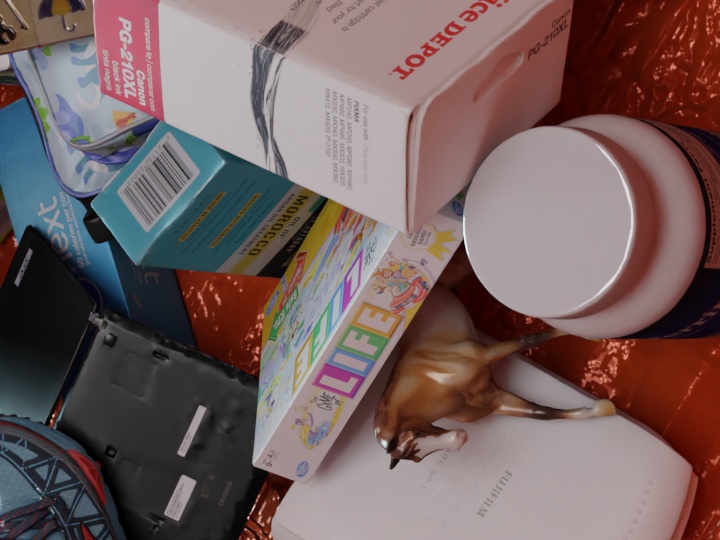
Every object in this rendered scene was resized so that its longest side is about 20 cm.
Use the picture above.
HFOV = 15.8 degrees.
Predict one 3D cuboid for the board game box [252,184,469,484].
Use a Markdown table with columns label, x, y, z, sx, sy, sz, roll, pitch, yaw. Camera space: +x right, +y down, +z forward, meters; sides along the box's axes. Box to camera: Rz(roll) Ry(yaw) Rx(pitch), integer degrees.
| label | x | y | z | sx | sy | sz | roll | pitch | yaw |
| --- | --- | --- | --- | --- | --- | --- | --- | --- | --- |
| board game box | 0.000 | 0.000 | 1.400 | 0.135 | 0.034 | 0.200 | -89 | 25 | -51 |

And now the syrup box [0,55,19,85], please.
| label | x | y | z | sx | sy | sz | roll | pitch | yaw |
| --- | --- | --- | --- | --- | --- | --- | --- | --- | --- |
| syrup box | -0.225 | -0.219 | 1.633 | 0.081 | 0.079 | 0.201 | 0 | 89 | 30 |

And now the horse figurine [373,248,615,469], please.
| label | x | y | z | sx | sy | sz | roll | pitch | yaw |
| --- | --- | --- | --- | --- | --- | --- | --- | --- | --- |
| horse figurine | 0.058 | 0.024 | 1.420 | 0.132 | 0.050 | 0.200 | -10 | 52 | -6 |

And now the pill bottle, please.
| label | x | y | z | sx | sy | sz | roll | pitch | yaw |
| --- | --- | --- | --- | --- | --- | --- | --- | --- | --- |
| pill bottle | 0.140 | -0.022 | 1.344 | 0.115 | 0.200 | 0.116 | -1 | 88 | 31 |

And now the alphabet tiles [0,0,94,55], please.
| label | x | y | z | sx | sy | sz | roll | pitch | yaw |
| --- | --- | --- | --- | --- | --- | --- | --- | --- | --- |
| alphabet tiles | -0.122 | -0.183 | 1.429 | 0.199 | 0.008 | 0.168 | -12 | 78 | -4 |

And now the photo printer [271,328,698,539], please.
| label | x | y | z | sx | sy | sz | roll | pitch | yaw |
| --- | --- | --- | --- | --- | --- | --- | --- | --- | --- |
| photo printer | 0.073 | 0.131 | 1.426 | 0.200 | 0.069 | 0.167 | 30 | 77 | 27 |

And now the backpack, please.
| label | x | y | z | sx | sy | sz | roll | pitch | yaw |
| --- | --- | --- | --- | --- | --- | --- | --- | --- | --- |
| backpack | -0.103 | -0.142 | 1.500 | 0.200 | 0.147 | 0.183 | -21 | 79 | 1 |

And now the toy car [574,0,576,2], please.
| label | x | y | z | sx | sy | sz | roll | pitch | yaw |
| --- | --- | --- | --- | --- | --- | --- | --- | --- | --- |
| toy car | 0.078 | -0.237 | 1.430 | 0.150 | 0.175 | 0.201 | 179 | 92 | -67 |

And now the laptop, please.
| label | x | y | z | sx | sy | sz | roll | pitch | yaw |
| --- | --- | --- | --- | --- | --- | --- | --- | --- | --- |
| laptop | -0.153 | 0.100 | 1.550 | 0.200 | 0.103 | 0.178 | 24 | 104 | 1 |

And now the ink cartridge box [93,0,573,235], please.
| label | x | y | z | sx | sy | sz | roll | pitch | yaw |
| --- | --- | --- | --- | --- | --- | --- | --- | --- | --- |
| ink cartridge box | -0.013 | -0.119 | 1.312 | 0.200 | 0.145 | 0.084 | 26 | 137 | 26 |

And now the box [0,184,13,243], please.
| label | x | y | z | sx | sy | sz | roll | pitch | yaw |
| --- | --- | --- | --- | --- | --- | --- | --- | --- | --- |
| box | -0.308 | -0.102 | 1.652 | 0.200 | 0.122 | 0.048 | 46 | 104 | 22 |

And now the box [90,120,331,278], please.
| label | x | y | z | sx | sy | sz | roll | pitch | yaw |
| --- | --- | --- | --- | --- | --- | --- | --- | --- | --- |
| box | -0.057 | -0.041 | 1.459 | 0.082 | 0.200 | 0.049 | -47 | 65 | 20 |

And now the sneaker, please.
| label | x | y | z | sx | sy | sz | roll | pitch | yaw |
| --- | --- | --- | --- | --- | --- | --- | --- | --- | --- |
| sneaker | -0.166 | 0.168 | 1.463 | 0.079 | 0.096 | 0.200 | -35 | 96 | 9 |

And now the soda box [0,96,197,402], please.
| label | x | y | z | sx | sy | sz | roll | pitch | yaw |
| --- | --- | --- | --- | --- | --- | --- | --- | --- | --- |
| soda box | -0.165 | -0.013 | 1.600 | 0.068 | 0.064 | 0.201 | -23 | 77 | 28 |
